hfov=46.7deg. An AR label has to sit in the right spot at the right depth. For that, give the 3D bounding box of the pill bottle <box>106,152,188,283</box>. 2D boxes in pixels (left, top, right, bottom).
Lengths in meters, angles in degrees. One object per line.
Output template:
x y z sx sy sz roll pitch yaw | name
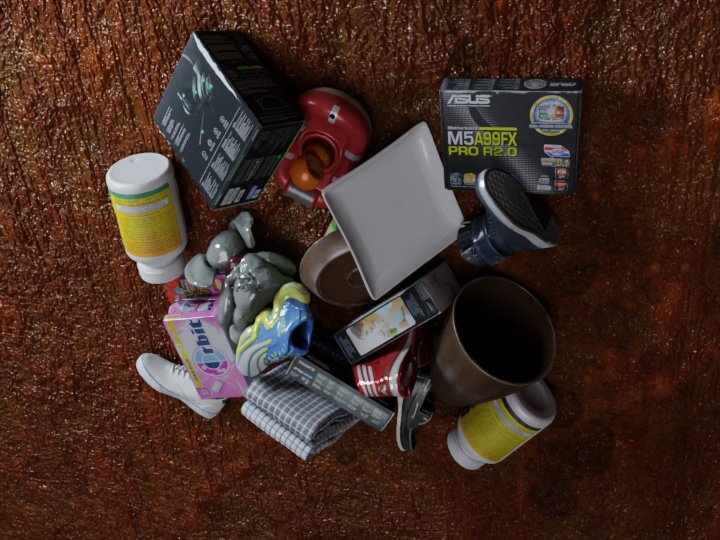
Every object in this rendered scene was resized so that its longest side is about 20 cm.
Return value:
-0.354 -0.084 1.413 0.110 0.114 0.203 5 127 14 | pill bottle

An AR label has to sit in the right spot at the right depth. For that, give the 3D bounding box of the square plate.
0.054 -0.091 1.265 0.028 0.197 0.202 29 150 57 | square plate

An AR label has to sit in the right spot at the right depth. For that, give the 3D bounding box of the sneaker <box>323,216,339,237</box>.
-0.024 -0.036 1.367 0.082 0.077 0.202 26 131 -2 | sneaker

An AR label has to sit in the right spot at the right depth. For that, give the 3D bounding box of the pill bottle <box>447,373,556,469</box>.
0.244 0.269 1.481 0.111 0.113 0.200 34 128 -9 | pill bottle

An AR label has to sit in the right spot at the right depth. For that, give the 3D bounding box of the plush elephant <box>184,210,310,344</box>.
-0.203 0.001 1.415 0.163 0.156 0.201 -36 155 -5 | plush elephant

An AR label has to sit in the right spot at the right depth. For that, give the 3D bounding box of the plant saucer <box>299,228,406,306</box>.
0.000 0.000 1.351 0.195 0.035 0.202 -9 145 -6 | plant saucer

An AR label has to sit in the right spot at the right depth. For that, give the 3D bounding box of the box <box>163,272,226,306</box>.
-0.278 0.081 1.556 0.134 0.039 0.203 -2 124 18 | box

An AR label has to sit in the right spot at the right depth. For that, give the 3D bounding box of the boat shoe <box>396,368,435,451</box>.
0.104 0.264 1.548 0.066 0.072 0.204 12 126 13 | boat shoe

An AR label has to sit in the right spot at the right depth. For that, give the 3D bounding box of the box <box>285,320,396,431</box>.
-0.029 0.180 1.470 0.198 0.159 0.046 32 109 -6 | box

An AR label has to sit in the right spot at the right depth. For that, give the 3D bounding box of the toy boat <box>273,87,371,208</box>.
-0.067 -0.169 1.247 0.128 0.132 0.202 25 129 -3 | toy boat

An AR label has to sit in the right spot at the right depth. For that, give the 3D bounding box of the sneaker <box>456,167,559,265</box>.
0.186 -0.072 1.234 0.144 0.079 0.201 -13 148 36 | sneaker

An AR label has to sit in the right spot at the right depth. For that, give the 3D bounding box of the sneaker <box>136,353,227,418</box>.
-0.351 0.216 1.668 0.198 0.074 0.071 35 119 -21 | sneaker

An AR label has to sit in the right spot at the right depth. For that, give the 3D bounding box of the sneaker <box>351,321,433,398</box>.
0.048 0.142 1.399 0.113 0.200 0.080 -7 109 25 | sneaker

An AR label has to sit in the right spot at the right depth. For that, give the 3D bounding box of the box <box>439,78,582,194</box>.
0.215 -0.192 1.196 0.195 0.045 0.163 4 127 15 | box

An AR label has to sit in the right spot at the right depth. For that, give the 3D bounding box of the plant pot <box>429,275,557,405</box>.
0.193 0.142 1.378 0.184 0.189 0.201 28 143 -5 | plant pot

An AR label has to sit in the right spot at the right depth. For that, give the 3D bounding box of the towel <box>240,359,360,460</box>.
-0.093 0.233 1.490 0.163 0.199 0.087 27 118 25 | towel

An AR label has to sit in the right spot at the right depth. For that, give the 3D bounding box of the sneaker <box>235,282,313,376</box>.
-0.141 0.121 1.375 0.075 0.106 0.202 13 121 -35 | sneaker

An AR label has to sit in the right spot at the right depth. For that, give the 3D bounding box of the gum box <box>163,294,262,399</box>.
-0.269 0.138 1.525 0.111 0.067 0.203 -6 123 19 | gum box

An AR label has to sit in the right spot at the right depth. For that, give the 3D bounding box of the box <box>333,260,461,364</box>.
0.062 0.070 1.379 0.198 0.116 0.061 -33 91 30 | box

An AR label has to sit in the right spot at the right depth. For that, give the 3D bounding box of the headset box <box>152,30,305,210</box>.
-0.202 -0.227 1.226 0.201 0.092 0.175 53 130 17 | headset box
